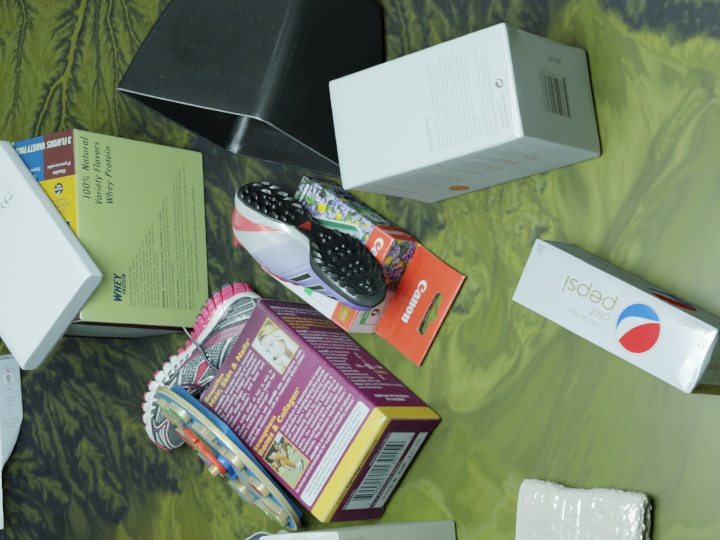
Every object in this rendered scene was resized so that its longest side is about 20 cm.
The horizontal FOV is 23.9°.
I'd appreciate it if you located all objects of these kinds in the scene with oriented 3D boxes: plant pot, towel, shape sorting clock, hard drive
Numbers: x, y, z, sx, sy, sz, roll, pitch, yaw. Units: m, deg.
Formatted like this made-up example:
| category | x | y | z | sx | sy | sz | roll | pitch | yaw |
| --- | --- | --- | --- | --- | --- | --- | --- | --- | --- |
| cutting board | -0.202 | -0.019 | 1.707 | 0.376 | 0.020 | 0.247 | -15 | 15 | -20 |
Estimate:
| category | x | y | z | sx | sy | sz | roll | pitch | yaw |
| --- | --- | --- | --- | --- | --- | --- | --- | --- | --- |
| plant pot | -0.087 | -0.214 | 1.708 | 0.199 | 0.200 | 0.178 | 15 | 82 | 36 |
| towel | 0.201 | 0.295 | 1.544 | 0.132 | 0.034 | 0.201 | 2 | 86 | 35 |
| shape sorting clock | -0.135 | 0.191 | 1.709 | 0.039 | 0.200 | 0.200 | -43 | 58 | -11 |
| hard drive | -0.350 | -0.017 | 1.724 | 0.132 | 0.026 | 0.200 | -51 | 61 | 22 |

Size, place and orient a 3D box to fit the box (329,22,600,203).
| category | x | y | z | sx | sy | sz | roll | pitch | yaw |
| --- | --- | --- | --- | --- | --- | --- | --- | --- | --- |
| box | 0.097 | -0.141 | 1.580 | 0.199 | 0.152 | 0.107 | -14 | 79 | 34 |

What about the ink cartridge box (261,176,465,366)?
| category | x | y | z | sx | sy | sz | roll | pitch | yaw |
| --- | --- | --- | --- | --- | --- | --- | --- | --- | --- |
| ink cartridge box | 0.000 | 0.000 | 1.702 | 0.200 | 0.050 | 0.109 | 36 | 107 | 33 |

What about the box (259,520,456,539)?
| category | x | y | z | sx | sy | sz | roll | pitch | yaw |
| --- | --- | --- | --- | --- | --- | --- | --- | --- | --- |
| box | 0.003 | 0.278 | 1.586 | 0.095 | 0.200 | 0.078 | -10 | 80 | 35 |

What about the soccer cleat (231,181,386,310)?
| category | x | y | z | sx | sy | sz | roll | pitch | yaw |
| --- | --- | --- | --- | --- | --- | --- | --- | --- | --- |
| soccer cleat | -0.052 | -0.010 | 1.680 | 0.200 | 0.068 | 0.073 | 37 | 131 | 28 |

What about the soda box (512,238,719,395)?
| category | x | y | z | sx | sy | sz | roll | pitch | yaw |
| --- | --- | --- | --- | --- | --- | --- | --- | --- | --- |
| soda box | 0.238 | 0.040 | 1.515 | 0.199 | 0.068 | 0.064 | 29 | 103 | 34 |

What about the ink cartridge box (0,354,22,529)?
| category | x | y | z | sx | sy | sz | roll | pitch | yaw |
| --- | --- | --- | --- | --- | --- | --- | --- | --- | --- |
| ink cartridge box | -0.473 | 0.204 | 2.038 | 0.162 | 0.057 | 0.201 | -5 | 92 | 35 |

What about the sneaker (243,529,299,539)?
| category | x | y | z | sx | sy | sz | roll | pitch | yaw |
| --- | --- | --- | --- | --- | --- | --- | --- | --- | --- |
| sneaker | -0.101 | 0.356 | 1.722 | 0.146 | 0.077 | 0.203 | 43 | 101 | 18 |

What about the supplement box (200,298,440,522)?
| category | x | y | z | sx | sy | sz | roll | pitch | yaw |
| --- | --- | --- | --- | --- | --- | --- | --- | --- | --- |
| supplement box | -0.042 | 0.139 | 1.689 | 0.200 | 0.103 | 0.131 | 41 | 109 | 30 |

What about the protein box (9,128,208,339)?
| category | x | y | z | sx | sy | sz | roll | pitch | yaw |
| --- | --- | --- | --- | --- | --- | --- | --- | --- | --- |
| protein box | -0.279 | -0.032 | 1.814 | 0.134 | 0.200 | 0.200 | -8 | 82 | 35 |

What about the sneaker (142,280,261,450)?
| category | x | y | z | sx | sy | sz | roll | pitch | yaw |
| --- | --- | --- | --- | --- | --- | --- | --- | --- | --- |
| sneaker | -0.161 | 0.110 | 1.793 | 0.075 | 0.080 | 0.201 | 42 | 110 | 28 |
